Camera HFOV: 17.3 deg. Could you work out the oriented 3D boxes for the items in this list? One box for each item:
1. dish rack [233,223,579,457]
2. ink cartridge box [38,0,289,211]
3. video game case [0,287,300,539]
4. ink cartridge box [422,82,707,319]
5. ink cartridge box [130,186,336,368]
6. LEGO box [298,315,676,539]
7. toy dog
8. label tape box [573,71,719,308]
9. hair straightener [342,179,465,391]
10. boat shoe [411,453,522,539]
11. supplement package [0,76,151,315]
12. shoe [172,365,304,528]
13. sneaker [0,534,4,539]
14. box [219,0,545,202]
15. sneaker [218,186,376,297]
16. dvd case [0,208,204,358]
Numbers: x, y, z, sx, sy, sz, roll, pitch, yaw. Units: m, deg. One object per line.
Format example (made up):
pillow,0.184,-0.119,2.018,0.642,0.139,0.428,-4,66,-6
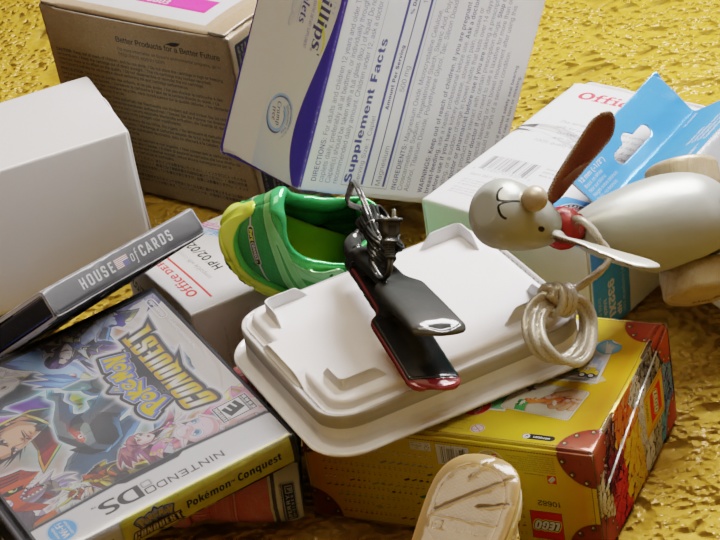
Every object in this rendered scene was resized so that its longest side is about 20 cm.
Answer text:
dish rack,0.030,0.035,1.491,0.199,0.044,0.172,-22,33,-18
ink cartridge box,-0.145,-0.142,1.871,0.199,0.166,0.075,15,39,35
video game case,-0.163,0.100,1.488,0.180,0.026,0.200,-26,40,-20
ink cartridge box,0.163,-0.047,1.697,0.144,0.084,0.200,16,39,36
ink cartridge box,-0.089,0.016,1.685,0.199,0.068,0.115,-24,32,-22
LEGO box,0.082,0.093,1.495,0.199,0.078,0.149,6,33,25
toy dog,0.173,-0.033,1.452,0.199,0.133,0.096,-21,-8,-40
label tape box,0.256,-0.055,1.606,0.200,0.066,0.143,41,48,7
hair straightener,0.024,-0.005,1.443,0.041,0.077,0.200,-1,26,-13
boat shoe,0.045,0.203,1.335,0.073,0.069,0.201,16,60,26
supplement package,-0.272,-0.048,1.795,0.199,0.120,0.121,-18,30,-13
shoe,-0.086,0.094,1.551,0.090,0.072,0.201,-6,34,1
sneaker,-0.245,0.142,1.525,0.090,0.067,0.200,-7,33,1
box,0.019,-0.152,1.752,0.199,0.185,0.105,4,15,-42
sneaker,0.000,0.000,1.603,0.083,0.199,0.075,-34,44,46
dvd case,-0.214,0.029,1.626,0.200,0.025,0.150,-29,2,46
